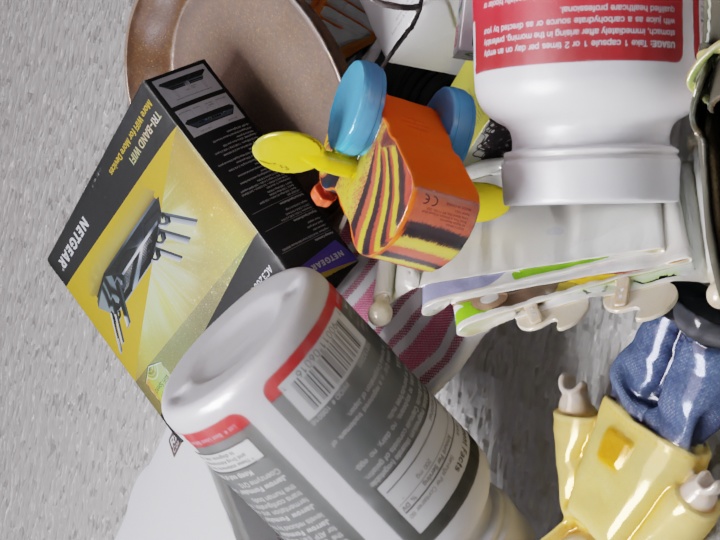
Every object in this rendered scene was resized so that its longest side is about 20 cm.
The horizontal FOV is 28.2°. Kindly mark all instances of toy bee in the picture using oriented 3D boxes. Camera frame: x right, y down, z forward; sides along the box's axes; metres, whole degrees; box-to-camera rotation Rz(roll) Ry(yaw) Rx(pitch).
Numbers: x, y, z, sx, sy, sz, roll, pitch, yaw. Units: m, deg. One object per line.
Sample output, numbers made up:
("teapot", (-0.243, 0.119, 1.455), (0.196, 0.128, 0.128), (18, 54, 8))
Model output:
("toy bee", (0.016, -0.055, 0.739), (0.200, 0.131, 0.109), (-68, 4, -55))

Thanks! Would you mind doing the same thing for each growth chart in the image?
("growth chart", (0.095, -0.019, 0.742), (0.199, 0.018, 0.145), (-5, 44, 23))

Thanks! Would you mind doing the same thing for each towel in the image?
("towel", (0.000, 0.000, 0.872), (0.146, 0.030, 0.200), (-54, 46, 39))

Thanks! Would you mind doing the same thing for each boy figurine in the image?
("boy figurine", (0.136, 0.100, 0.746), (0.124, 0.064, 0.201), (44, 119, 48))

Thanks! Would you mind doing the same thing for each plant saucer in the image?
("plant saucer", (-0.067, -0.097, 0.871), (0.200, 0.034, 0.201), (23, 125, 37))

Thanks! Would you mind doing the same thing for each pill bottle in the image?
("pill bottle", (-0.003, 0.105, 0.780), (0.114, 0.200, 0.114), (-37, 18, 15))
("pill bottle", (0.109, -0.132, 0.688), (0.112, 0.112, 0.201), (1, 93, 58))

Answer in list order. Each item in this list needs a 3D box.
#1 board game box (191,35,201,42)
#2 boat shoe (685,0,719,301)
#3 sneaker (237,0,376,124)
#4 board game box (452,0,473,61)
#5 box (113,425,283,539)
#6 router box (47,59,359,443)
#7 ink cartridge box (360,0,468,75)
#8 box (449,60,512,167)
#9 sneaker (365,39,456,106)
("board game box", (-0.069, -0.167, 1.015), (0.200, 0.019, 0.103), (60, -132, -74))
("boat shoe", (0.171, -0.067, 0.594), (0.072, 0.060, 0.203), (-22, 69, 54))
("sneaker", (-0.039, -0.144, 0.988), (0.200, 0.078, 0.077), (-56, -4, -42))
("board game box", (0.123, -0.205, 0.760), (0.035, 0.126, 0.201), (-149, 65, -87))
("box", (-0.075, 0.222, 0.995), (0.199, 0.130, 0.200), (-62, 38, 31))
("router box", (-0.106, -0.006, 0.895), (0.157, 0.052, 0.200), (52, 138, 11))
("ink cartridge box", (0.048, -0.210, 0.889), (0.067, 0.115, 0.200), (-56, 41, 38))
("box", (0.071, -0.061, 0.867), (0.200, 0.075, 0.050), (-59, 40, 36))
("sneaker", (0.024, -0.077, 0.944), (0.200, 0.070, 0.099), (-62, 33, 24))
